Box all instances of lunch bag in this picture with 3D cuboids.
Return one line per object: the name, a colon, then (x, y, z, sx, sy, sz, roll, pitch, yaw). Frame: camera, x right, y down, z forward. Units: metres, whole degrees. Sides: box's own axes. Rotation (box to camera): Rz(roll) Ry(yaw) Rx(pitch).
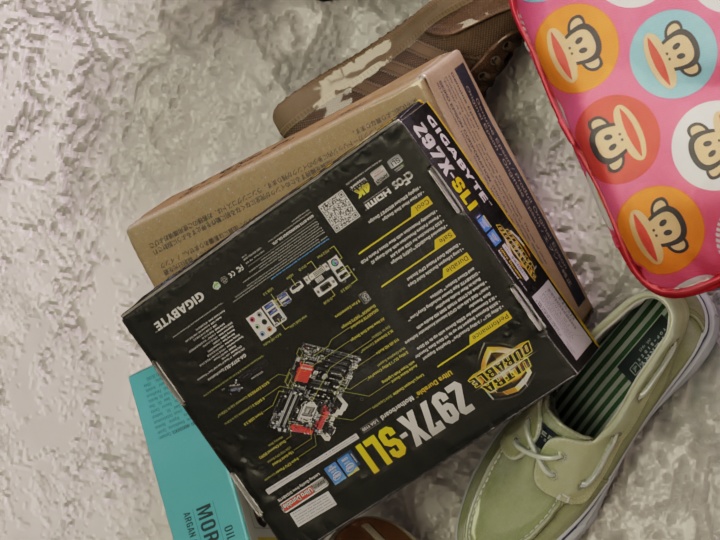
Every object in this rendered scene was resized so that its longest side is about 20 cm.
lunch bag: (0.184, -0.101, 1.423, 0.175, 0.082, 0.201, -26, 85, 19)

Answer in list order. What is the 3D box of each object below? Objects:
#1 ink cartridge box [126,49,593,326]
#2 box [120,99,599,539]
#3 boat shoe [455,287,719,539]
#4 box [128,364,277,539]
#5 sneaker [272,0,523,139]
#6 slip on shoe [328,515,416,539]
ink cartridge box: (0.000, 0.000, 1.559, 0.199, 0.075, 0.166, -25, 97, 23)
box: (-0.003, 0.032, 1.502, 0.200, 0.049, 0.160, -35, 94, 24)
boat shoe: (0.109, 0.082, 1.526, 0.072, 0.062, 0.201, 42, 105, 25)
box: (-0.063, 0.146, 1.603, 0.049, 0.082, 0.201, -24, 74, 26)
sneaker: (0.048, -0.107, 1.589, 0.199, 0.070, 0.076, -32, 90, 25)
slip on shoe: (0.049, 0.221, 1.550, 0.200, 0.076, 0.061, 44, 145, 17)
